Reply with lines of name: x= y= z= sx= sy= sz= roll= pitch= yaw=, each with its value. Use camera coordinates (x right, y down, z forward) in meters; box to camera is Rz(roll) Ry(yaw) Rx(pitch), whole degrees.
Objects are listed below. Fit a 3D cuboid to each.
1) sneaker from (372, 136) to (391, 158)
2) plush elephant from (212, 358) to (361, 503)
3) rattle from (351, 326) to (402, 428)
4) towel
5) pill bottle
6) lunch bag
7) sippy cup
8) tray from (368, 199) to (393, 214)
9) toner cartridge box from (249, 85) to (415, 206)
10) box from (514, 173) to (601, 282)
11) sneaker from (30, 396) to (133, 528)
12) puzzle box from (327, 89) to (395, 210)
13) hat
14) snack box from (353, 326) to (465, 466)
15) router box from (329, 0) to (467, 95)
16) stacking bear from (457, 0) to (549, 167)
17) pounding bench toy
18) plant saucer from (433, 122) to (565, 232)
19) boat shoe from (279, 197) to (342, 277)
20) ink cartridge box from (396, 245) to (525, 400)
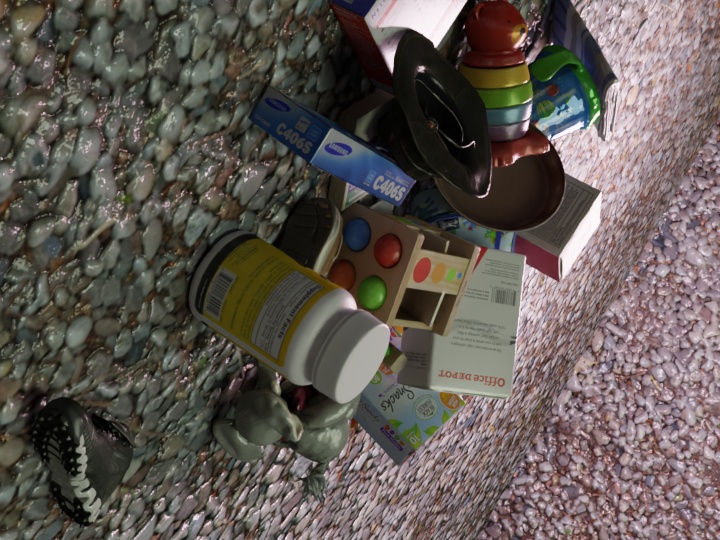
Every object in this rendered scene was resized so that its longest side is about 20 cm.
sneaker: x=0.075 y=-0.146 z=1.323 sx=0.109 sy=0.070 sz=0.200 roll=-58 pitch=155 yaw=-6
plush elephant: x=-0.096 y=0.175 z=1.342 sx=0.154 sy=0.164 sz=0.201 roll=34 pitch=48 yaw=-33
rattle: x=0.028 y=0.147 z=1.552 sx=0.143 sy=0.130 sz=0.200 roll=-54 pitch=167 yaw=9
towel: x=0.337 y=-0.310 z=1.620 sx=0.024 sy=0.201 sz=0.147 roll=-20 pitch=151 yaw=-3
pill bottle: x=-0.075 y=0.051 z=1.138 sx=0.114 sy=0.199 sz=0.115 roll=-46 pitch=154 yaw=-30
lunch bag: x=0.150 y=-0.040 z=1.569 sx=0.159 sy=0.083 sz=0.201 roll=-10 pitch=139 yaw=-11
sippy cup: x=0.265 y=-0.246 z=1.592 sx=0.130 sy=0.140 sz=0.179 roll=-32 pitch=123 yaw=-12
tray: x=0.000 y=0.000 z=1.438 sx=0.107 sy=0.022 sz=0.202 roll=-33 pitch=137 yaw=-49
toner cartridge box: x=-0.024 y=-0.129 z=1.137 sx=0.043 sy=0.095 sz=0.200 roll=-58 pitch=152 yaw=7
box: x=0.259 y=-0.095 z=1.668 sx=0.128 sy=0.199 sz=0.109 roll=-54 pitch=158 yaw=-13
sneaker: x=-0.269 y=0.171 z=1.058 sx=0.091 sy=0.066 sz=0.201 roll=-47 pitch=158 yaw=-34
puzzle box: x=0.034 y=-0.172 z=1.330 sx=0.200 sy=0.025 sz=0.134 roll=-37 pitch=149 yaw=-43
hat: x=0.069 y=-0.157 z=1.177 sx=0.081 sy=0.202 sz=0.200 roll=-27 pitch=176 yaw=32
snack box: x=0.033 y=0.155 z=1.488 sx=0.142 sy=0.200 sz=0.053 roll=-32 pitch=164 yaw=-47
router box: x=0.061 y=-0.319 z=1.179 sx=0.201 sy=0.049 sz=0.180 roll=-57 pitch=157 yaw=-8
stacking bear: x=0.178 y=-0.253 z=1.406 sx=0.121 sy=0.113 sz=0.202 roll=-21 pitch=118 yaw=-38
pounding bench toy: x=0.030 y=0.033 z=1.353 sx=0.155 sy=0.124 sz=0.202 roll=8 pitch=105 yaw=-51
plant saucer: x=0.188 y=-0.135 z=1.491 sx=0.200 sy=0.200 sz=0.032 roll=-46 pitch=171 yaw=-30
boat shoe: x=-0.076 y=0.013 z=1.261 sx=0.201 sy=0.075 sz=0.072 roll=-58 pitch=160 yaw=-1
ink cartridge box: x=0.139 y=0.069 z=1.466 sx=0.143 sy=0.084 sz=0.202 roll=10 pitch=83 yaw=-29
